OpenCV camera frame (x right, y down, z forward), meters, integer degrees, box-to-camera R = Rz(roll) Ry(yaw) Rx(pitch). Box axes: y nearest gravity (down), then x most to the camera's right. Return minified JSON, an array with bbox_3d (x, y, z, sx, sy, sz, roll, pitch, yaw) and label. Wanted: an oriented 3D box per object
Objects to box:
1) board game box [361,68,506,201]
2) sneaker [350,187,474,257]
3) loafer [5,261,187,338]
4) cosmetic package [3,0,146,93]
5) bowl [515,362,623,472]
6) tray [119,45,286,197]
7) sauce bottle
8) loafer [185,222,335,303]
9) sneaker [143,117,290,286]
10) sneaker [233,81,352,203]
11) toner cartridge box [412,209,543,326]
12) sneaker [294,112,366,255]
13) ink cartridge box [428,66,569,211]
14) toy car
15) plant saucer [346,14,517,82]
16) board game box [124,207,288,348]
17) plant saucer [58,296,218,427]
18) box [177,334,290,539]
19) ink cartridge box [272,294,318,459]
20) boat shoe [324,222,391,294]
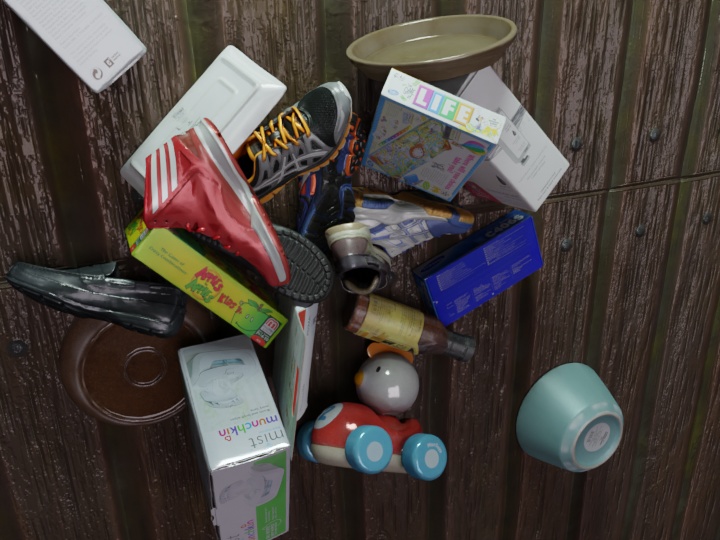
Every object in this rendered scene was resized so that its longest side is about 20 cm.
[{"bbox_3d":[0.077,-0.152,0.757,0.133,0.200,0.034,23,77,-2],"label":"board game box"},{"bbox_3d":[0.060,-0.062,0.886,0.198,0.075,0.089,4,115,-17],"label":"sneaker"},{"bbox_3d":[-0.301,0.023,0.736,0.199,0.068,0.071,17,71,-11],"label":"loafer"},{"bbox_3d":[-0.308,-0.274,0.610,0.074,0.102,0.200,-43,122,-5],"label":"cosmetic package"},{"bbox_3d":[0.392,0.281,1.143,0.199,0.105,0.203,-9,113,-21],"label":"bowl"},{"bbox_3d":[-0.183,-0.160,0.712,0.200,0.107,0.022,-49,156,-1],"label":"tray"},{"bbox_3d":[0.073,0.087,0.919,0.198,0.066,0.067,21,100,-13],"label":"sauce bottle"},{"bbox_3d":[-0.119,-0.030,0.778,0.199,0.071,0.073,33,88,-6],"label":"loafer"},{"bbox_3d":[-0.162,-0.051,0.687,0.115,0.078,0.201,-28,110,-4],"label":"sneaker"},{"bbox_3d":[-0.092,-0.142,0.727,0.200,0.079,0.077,-38,161,22],"label":"sneaker"},{"bbox_3d":[0.183,-0.004,0.973,0.199,0.043,0.096,-29,118,-13],"label":"toner cartridge box"},{"bbox_3d":[-0.049,-0.108,0.808,0.075,0.078,0.202,1,112,-41],"label":"sneaker"},{"bbox_3d":[0.155,-0.179,0.834,0.200,0.146,0.083,39,86,-30],"label":"ink cartridge box"},{"bbox_3d":[0.020,0.188,0.925,0.176,0.184,0.202,16,73,-28],"label":"toy car"},{"bbox_3d":[0.082,-0.260,0.741,0.199,0.200,0.030,-21,124,-17],"label":"plant saucer"},{"bbox_3d":[-0.186,0.006,0.770,0.200,0.102,0.048,41,88,-31],"label":"board game box"},{"bbox_3d":[-0.278,0.119,0.810,0.198,0.034,0.202,-9,113,-21],"label":"plant saucer"},{"bbox_3d":[-0.158,0.216,0.785,0.096,0.177,0.201,-13,134,-21],"label":"box"},{"bbox_3d":[-0.075,0.115,0.806,0.057,0.200,0.164,1,109,-20],"label":"ink cartridge box"},{"bbox_3d":[0.000,0.000,0.822,0.071,0.200,0.065,-7,71,8],"label":"boat shoe"}]
